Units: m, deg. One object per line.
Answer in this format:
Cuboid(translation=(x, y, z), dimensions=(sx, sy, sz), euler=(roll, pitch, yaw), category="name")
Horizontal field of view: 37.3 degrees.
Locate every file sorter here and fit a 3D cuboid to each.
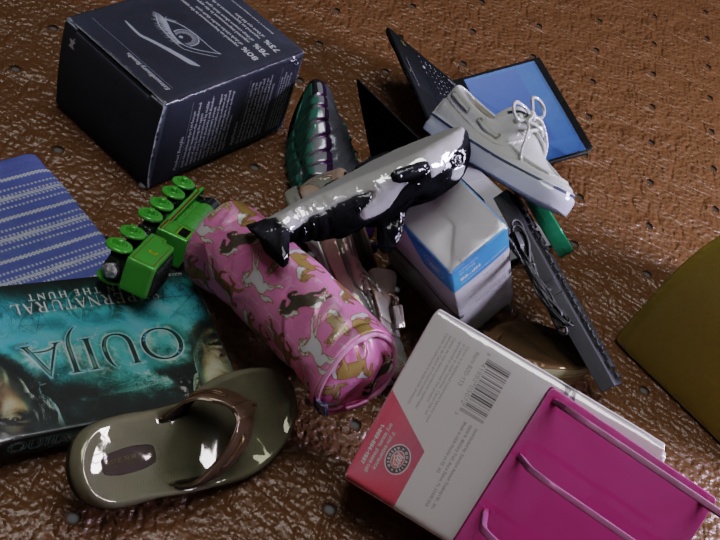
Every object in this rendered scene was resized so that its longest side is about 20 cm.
Cuboid(translation=(0.134, 0.202, 0.704), dimensions=(0.138, 0.202, 0.125), euler=(33, 0, 7), category="file sorter")

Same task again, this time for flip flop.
Cuboid(translation=(-0.119, 0.120, 0.780), dimensions=(0.198, 0.057, 0.082), euler=(-9, 78, -44), category="flip flop")

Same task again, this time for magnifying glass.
Cuboid(translation=(0.183, -0.066, 1.099), dimensions=(0.080, 0.022, 0.200), euler=(56, 12, -13), category="magnifying glass")

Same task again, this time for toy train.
Cuboid(translation=(-0.167, -0.032, 0.919), dimensions=(0.056, 0.042, 0.200), euler=(23, 25, 1), category="toy train")

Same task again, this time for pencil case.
Cuboid(translation=(-0.059, 0.028, 0.846), dimensions=(0.200, 0.087, 0.083), euler=(43, 3, 32), category="pencil case")

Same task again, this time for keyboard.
Cuboid(translation=(0.176, 0.015, 0.956), dimensions=(0.202, 0.020, 0.127), euler=(62, 20, 13), category="keyboard")

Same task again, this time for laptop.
Cuboid(translation=(0.146, -0.206, 1.220), dimensions=(0.199, 0.103, 0.179), euler=(30, 30, -42), category="laptop")
Cuboid(translation=(0.102, -0.104, 1.080), dimensions=(0.198, 0.117, 0.187), euler=(-18, 55, -42), category="laptop")

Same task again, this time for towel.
Cuboid(translation=(-0.288, -0.017, 0.904), dimensions=(0.144, 0.024, 0.200), euler=(-23, 61, -41), category="towel")

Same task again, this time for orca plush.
Cuboid(translation=(0.013, -0.044, 0.851), dimensions=(0.199, 0.105, 0.072), euler=(-32, 107, -34), category="orca plush")

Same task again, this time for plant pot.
Cuboid(translation=(0.408, 0.035, 1.028), dimensions=(0.194, 0.201, 0.194), euler=(-24, 59, -39), category="plant pot")

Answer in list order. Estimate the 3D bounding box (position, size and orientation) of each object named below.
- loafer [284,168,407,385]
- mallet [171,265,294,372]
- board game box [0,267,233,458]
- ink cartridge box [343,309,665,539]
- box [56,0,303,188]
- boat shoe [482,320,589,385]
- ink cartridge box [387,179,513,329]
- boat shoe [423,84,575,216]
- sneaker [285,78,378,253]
Cuboid(translation=(0.000, 0.000, 0.941), dimensions=(0.062, 0.072, 0.202), euler=(-30, 73, 6), category="loafer")
Cuboid(translation=(-0.106, 0.016, 0.940), dimensions=(0.198, 0.042, 0.066), euler=(32, 44, 15), category="mallet")
Cuboid(translation=(-0.203, 0.065, 0.831), dimensions=(0.198, 0.028, 0.136), euler=(-7, 55, -35), category="board game box")
Cuboid(translation=(0.108, 0.144, 0.816), dimensions=(0.198, 0.148, 0.083), euler=(31, -1, 7), category="ink cartridge box")
Cuboid(translation=(-0.180, -0.194, 1.067), dimensions=(0.148, 0.105, 0.199), euler=(42, 45, 19), category="box")
Cuboid(translation=(0.128, 0.092, 0.952), dimensions=(0.197, 0.063, 0.073), euler=(-1, 33, -35), category="boat shoe")
Cuboid(translation=(0.078, -0.014, 0.978), dimensions=(0.066, 0.201, 0.116), euler=(-39, 65, -8), category="ink cartridge box")
Cuboid(translation=(0.144, -0.128, 1.010), dimensions=(0.074, 0.087, 0.202), euler=(25, 12, -40), category="boat shoe")
Cuboid(translation=(-0.025, -0.102, 1.080), dimensions=(0.086, 0.074, 0.203), euler=(15, 52, -24), category="sneaker")
